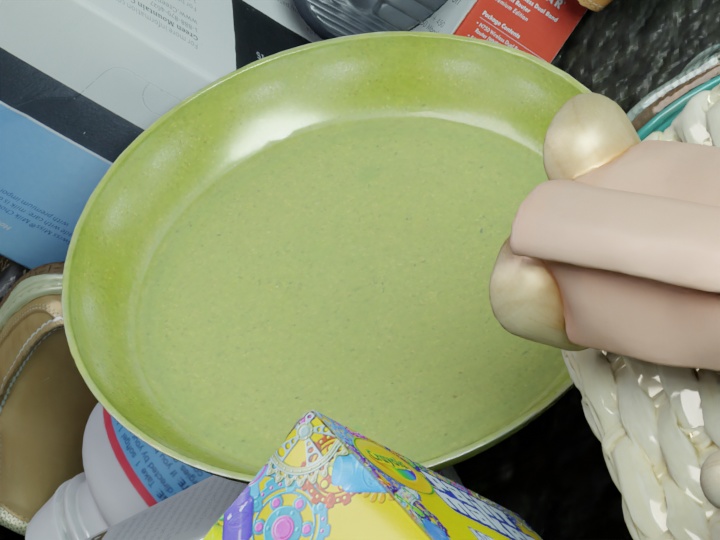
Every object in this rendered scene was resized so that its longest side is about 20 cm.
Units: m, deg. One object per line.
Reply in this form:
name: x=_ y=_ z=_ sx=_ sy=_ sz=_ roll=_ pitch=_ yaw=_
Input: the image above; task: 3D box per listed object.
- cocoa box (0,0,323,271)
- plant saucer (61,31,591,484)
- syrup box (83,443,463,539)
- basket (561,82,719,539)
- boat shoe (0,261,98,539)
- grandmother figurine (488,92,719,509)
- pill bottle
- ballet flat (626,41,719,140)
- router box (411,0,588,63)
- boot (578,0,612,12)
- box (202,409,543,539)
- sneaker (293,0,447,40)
cocoa box: x=-0.108 y=-0.089 z=1.085 sx=0.131 sy=0.200 sz=0.134 roll=-36 pitch=42 yaw=31
plant saucer: x=0.000 y=0.000 z=0.945 sx=0.200 sy=0.031 sz=0.200 roll=-7 pitch=48 yaw=8
syrup box: x=-0.054 y=0.124 z=0.979 sx=0.200 sy=0.079 sz=0.081 roll=-27 pitch=10 yaw=18
basket: x=0.179 y=0.034 z=0.771 sx=0.198 sy=0.161 sz=0.200 roll=-41 pitch=41 yaw=23
boat shoe: x=-0.122 y=0.074 z=1.136 sx=0.200 sy=0.072 sz=0.076 roll=107 pitch=174 yaw=-56
grandmother figurine: x=0.113 y=0.002 z=0.689 sx=0.200 sy=0.060 sz=0.122 roll=6 pitch=80 yaw=54
pill bottle: x=-0.033 y=0.057 z=1.055 sx=0.200 sy=0.109 sz=0.109 roll=-45 pitch=38 yaw=20
ballet flat: x=0.166 y=-0.075 z=0.953 sx=0.200 sy=0.069 sz=0.071 roll=-33 pitch=25 yaw=27
router box: x=-0.017 y=-0.083 z=1.185 sx=0.180 sy=0.049 sz=0.200 roll=-55 pitch=36 yaw=7
boot: x=0.131 y=-0.157 z=1.041 sx=0.155 sy=0.074 sz=0.200 roll=-49 pitch=25 yaw=14
box: x=0.007 y=0.184 z=0.784 sx=0.200 sy=0.122 sz=0.193 roll=-50 pitch=52 yaw=8
sneaker: x=0.018 y=-0.159 z=1.113 sx=0.082 sy=0.070 sz=0.200 roll=-25 pitch=31 yaw=55
